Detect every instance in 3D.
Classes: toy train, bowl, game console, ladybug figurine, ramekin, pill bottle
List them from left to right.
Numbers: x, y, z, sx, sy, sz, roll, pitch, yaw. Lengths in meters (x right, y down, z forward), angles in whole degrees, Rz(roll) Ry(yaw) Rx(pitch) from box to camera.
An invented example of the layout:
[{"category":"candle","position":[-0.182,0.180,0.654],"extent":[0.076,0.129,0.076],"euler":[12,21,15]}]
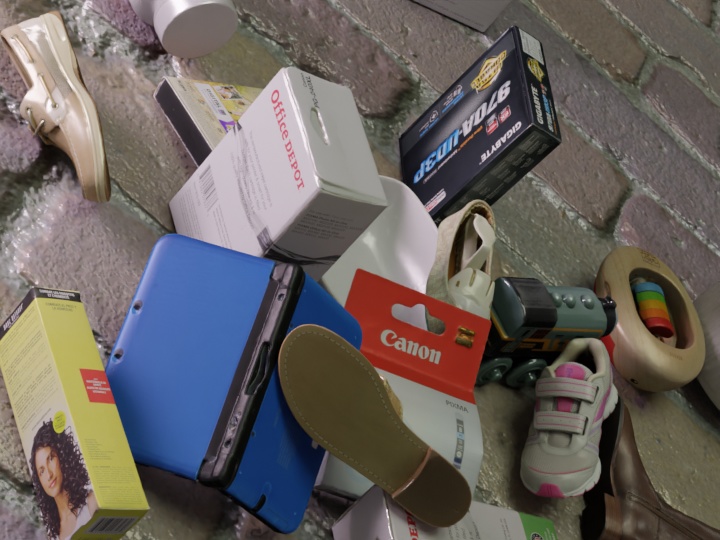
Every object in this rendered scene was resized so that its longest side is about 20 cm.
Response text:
[{"category":"pill bottle","position":[-0.195,-0.319,1.810],"extent":[0.111,0.111,0.201],"euler":[5,51,-43]},{"category":"game console","position":[-0.109,0.094,1.471],"extent":[0.171,0.118,0.201],"euler":[44,57,-45]},{"category":"bowl","position":[0.000,0.000,1.716],"extent":[0.199,0.075,0.201],"euler":[2,54,-45]},{"category":"toy train","position":[0.178,0.061,1.802],"extent":[0.199,0.114,0.086],"euler":[5,51,-43]},{"category":"ladybug figurine","position":[0.315,0.058,1.981],"extent":[0.135,0.072,0.201],"euler":[20,42,-23]},{"category":"ramekin","position":[0.459,0.094,2.044],"extent":[0.200,0.105,0.201],"euler":[38,32,-30]}]

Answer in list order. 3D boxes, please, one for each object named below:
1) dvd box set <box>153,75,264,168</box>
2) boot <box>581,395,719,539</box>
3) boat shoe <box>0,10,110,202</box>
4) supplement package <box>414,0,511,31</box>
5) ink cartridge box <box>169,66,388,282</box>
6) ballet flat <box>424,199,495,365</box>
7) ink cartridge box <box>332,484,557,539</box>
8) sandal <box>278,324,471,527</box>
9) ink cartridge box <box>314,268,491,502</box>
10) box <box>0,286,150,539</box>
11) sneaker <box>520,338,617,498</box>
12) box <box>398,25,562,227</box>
[{"category":"dvd box set","position":[-0.095,-0.129,1.773],"extent":[0.199,0.029,0.147],"euler":[1,45,-45]},{"category":"boot","position":[0.317,0.242,1.802],"extent":[0.199,0.064,0.187],"euler":[27,51,-20]},{"category":"boat shoe","position":[-0.274,-0.143,1.595],"extent":[0.065,0.072,0.201],"euler":[-16,66,-12]},{"category":"supplement package","position":[0.143,-0.437,2.205],"extent":[0.151,0.200,0.151],"euler":[19,42,-32]},{"category":"ink cartridge box","position":[-0.076,-0.061,1.587],"extent":[0.083,0.200,0.146],"euler":[13,45,-37]},{"category":"ballet flat","position":[0.100,0.004,1.696],"extent":[0.067,0.062,0.201],"euler":[29,38,-22]},{"category":"ink cartridge box","position":[0.084,0.274,1.509],"extent":[0.199,0.084,0.147],"euler":[18,42,-31]},{"category":"sandal","position":[0.005,0.128,1.473],"extent":[0.212,0.078,0.070],"euler":[46,-1,-9]},{"category":"ink cartridge box","position":[0.044,0.116,1.576],"extent":[0.160,0.047,0.201],"euler":[22,77,-29]},{"category":"box","position":[-0.226,0.115,1.363],"extent":[0.050,0.075,0.201],"euler":[8,48,-42]},{"category":"sneaker","position":[0.201,0.140,1.738],"extent":[0.081,0.089,0.200],"euler":[2,38,17]},{"category":"box","position":[0.123,-0.139,1.877],"extent":[0.046,0.200,0.160],"euler":[26,39,-29]}]
